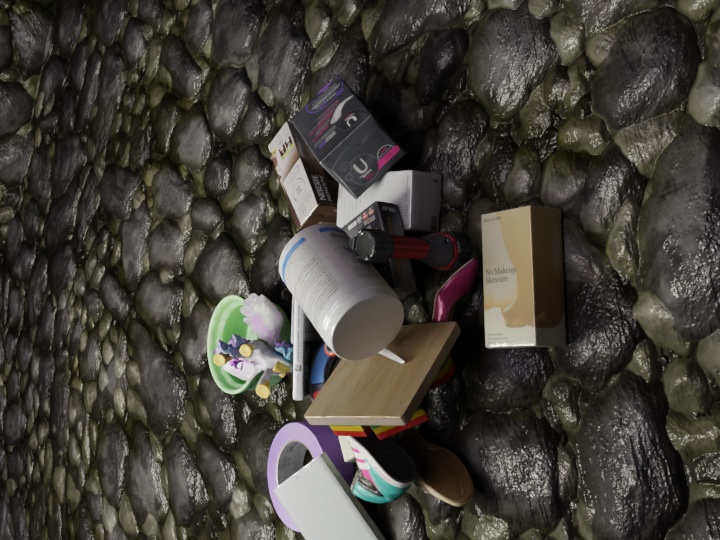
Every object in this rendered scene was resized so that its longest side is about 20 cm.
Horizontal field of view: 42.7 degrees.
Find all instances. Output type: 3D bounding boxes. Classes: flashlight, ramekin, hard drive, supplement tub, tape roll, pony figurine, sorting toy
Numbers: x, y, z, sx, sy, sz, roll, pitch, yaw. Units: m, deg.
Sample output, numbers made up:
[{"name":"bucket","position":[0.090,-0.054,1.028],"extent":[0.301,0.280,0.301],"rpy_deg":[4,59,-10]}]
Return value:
[{"name":"flashlight","position":[0.083,-0.033,1.439],"extent":[0.068,0.199,0.068],"rpy_deg":[-49,53,36]},{"name":"ramekin","position":[-0.225,0.152,1.893],"extent":[0.199,0.097,0.201],"rpy_deg":[-5,83,51]},{"name":"hard drive","position":[-0.053,0.439,1.632],"extent":[0.132,0.026,0.200],"rpy_deg":[-40,80,26]},{"name":"supplement tub","position":[-0.033,0.030,1.436],"extent":[0.200,0.131,0.132],"rpy_deg":[53,126,43]},{"name":"tape roll","position":[-0.096,0.388,1.742],"extent":[0.200,0.065,0.202],"rpy_deg":[-6,83,50]},{"name":"pony figurine","position":[-0.189,0.154,1.709],"extent":[0.193,0.200,0.167],"rpy_deg":[32,101,14]},{"name":"sorting toy","position":[0.046,0.177,1.422],"extent":[0.198,0.200,0.070],"rpy_deg":[-8,124,41]}]

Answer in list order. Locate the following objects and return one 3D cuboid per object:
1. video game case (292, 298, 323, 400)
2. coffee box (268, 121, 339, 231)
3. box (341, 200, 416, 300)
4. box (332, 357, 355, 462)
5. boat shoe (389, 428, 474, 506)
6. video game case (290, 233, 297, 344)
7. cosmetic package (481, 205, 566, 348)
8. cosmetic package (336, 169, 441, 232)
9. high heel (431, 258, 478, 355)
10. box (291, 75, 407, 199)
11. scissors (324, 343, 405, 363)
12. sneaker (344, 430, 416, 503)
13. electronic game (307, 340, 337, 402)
[{"name":"video game case","position":[-0.090,0.137,1.676],"extent":[0.023,0.200,0.183],"rpy_deg":[0,86,9]},{"name":"coffee box","position":[-0.085,-0.173,1.730],"extent":[0.080,0.113,0.201],"rpy_deg":[-46,53,39]},{"name":"box","position":[0.000,0.000,1.545],"extent":[0.200,0.048,0.159],"rpy_deg":[-35,58,44]},{"name":"box","position":[-0.007,0.232,1.638],"extent":[0.082,0.068,0.201],"rpy_deg":[-37,59,43]},{"name":"boat shoe","position":[0.112,0.324,1.492],"extent":[0.200,0.072,0.065],"rpy_deg":[31,148,44]},{"name":"video game case","position":[-0.102,0.043,1.722],"extent":[0.017,0.143,0.201],"rpy_deg":[0,80,10]},{"name":"cosmetic package","position":[0.237,0.012,1.345],"extent":[0.105,0.071,0.201],"rpy_deg":[-11,79,51]},{"name":"cosmetic package","position":[0.047,-0.118,1.593],"extent":[0.199,0.074,0.102],"rpy_deg":[1,89,53]},{"name":"high heel","position":[0.151,0.079,1.472],"extent":[0.096,0.067,0.200],"rpy_deg":[40,108,12]},{"name":"box","position":[-0.023,-0.233,1.598],"extent":[0.122,0.106,0.200],"rpy_deg":[-42,34,8]},{"name":"scissors","position":[0.008,0.106,1.461],"extent":[0.199,0.014,0.074],"rpy_deg":[0,67,50]},{"name":"sneaker","position":[0.009,0.300,1.500],"extent":[0.200,0.083,0.121],"rpy_deg":[49,140,32]},{"name":"electronic game","position":[0.005,0.182,1.576],"extent":[0.199,0.042,0.201],"rpy_deg":[-5,70,14]}]
